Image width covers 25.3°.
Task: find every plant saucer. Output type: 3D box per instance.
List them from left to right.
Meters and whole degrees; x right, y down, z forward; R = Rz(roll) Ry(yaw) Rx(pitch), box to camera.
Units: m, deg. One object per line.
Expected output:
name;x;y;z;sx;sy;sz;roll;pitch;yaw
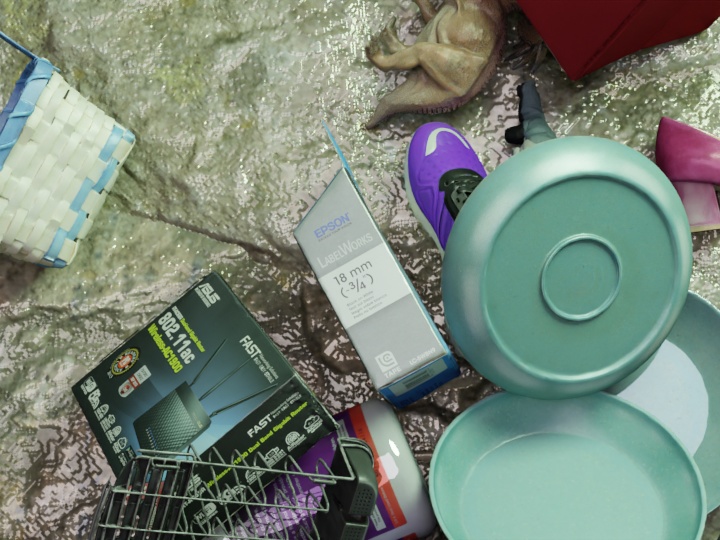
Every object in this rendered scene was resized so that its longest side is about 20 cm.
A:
plant saucer;0.148;0.167;1.161;0.199;0.036;0.200;2;44;-2
plant saucer;0.157;0.003;1.170;0.199;0.027;0.201;-4;106;-15
plant saucer;0.209;0.105;1.244;0.200;0.039;0.202;-1;79;5

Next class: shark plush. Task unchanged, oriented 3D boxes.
shark plush;0.163;-0.062;1.270;0.083;0.091;0.200;-9;45;-18

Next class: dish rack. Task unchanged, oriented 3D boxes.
dish rack;-0.091;0.186;1.104;0.199;0.055;0.154;9;110;-22

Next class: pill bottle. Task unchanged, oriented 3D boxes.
pill bottle;-0.050;0.182;1.215;0.199;0.112;0.113;-23;78;0

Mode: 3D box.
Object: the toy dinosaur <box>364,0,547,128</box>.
toy dinosaur;0.088;-0.180;1.293;0.135;0.086;0.200;35;91;-1

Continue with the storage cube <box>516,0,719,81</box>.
storage cube;0.212;-0.282;1.219;0.171;0.180;0.200;-24;74;-35

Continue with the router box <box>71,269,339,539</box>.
router box;-0.122;0.101;1.204;0.150;0.200;0.062;-39;123;-4

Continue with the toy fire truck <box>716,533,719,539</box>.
toy fire truck;0.353;0.151;1.151;0.128;0.176;0.200;24;81;10

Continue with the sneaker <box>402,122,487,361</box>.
sneaker;0.095;-0.037;1.236;0.069;0.100;0.201;-7;69;-24

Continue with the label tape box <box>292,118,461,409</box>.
label tape box;0.000;0.000;1.231;0.063;0.144;0.200;-29;77;1

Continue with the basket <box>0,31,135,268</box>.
basket;-0.296;-0.096;1.269;0.200;0.139;0.177;33;82;-20

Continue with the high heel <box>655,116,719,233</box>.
high heel;0.334;-0.089;1.257;0.199;0.067;0.096;-9;88;17
